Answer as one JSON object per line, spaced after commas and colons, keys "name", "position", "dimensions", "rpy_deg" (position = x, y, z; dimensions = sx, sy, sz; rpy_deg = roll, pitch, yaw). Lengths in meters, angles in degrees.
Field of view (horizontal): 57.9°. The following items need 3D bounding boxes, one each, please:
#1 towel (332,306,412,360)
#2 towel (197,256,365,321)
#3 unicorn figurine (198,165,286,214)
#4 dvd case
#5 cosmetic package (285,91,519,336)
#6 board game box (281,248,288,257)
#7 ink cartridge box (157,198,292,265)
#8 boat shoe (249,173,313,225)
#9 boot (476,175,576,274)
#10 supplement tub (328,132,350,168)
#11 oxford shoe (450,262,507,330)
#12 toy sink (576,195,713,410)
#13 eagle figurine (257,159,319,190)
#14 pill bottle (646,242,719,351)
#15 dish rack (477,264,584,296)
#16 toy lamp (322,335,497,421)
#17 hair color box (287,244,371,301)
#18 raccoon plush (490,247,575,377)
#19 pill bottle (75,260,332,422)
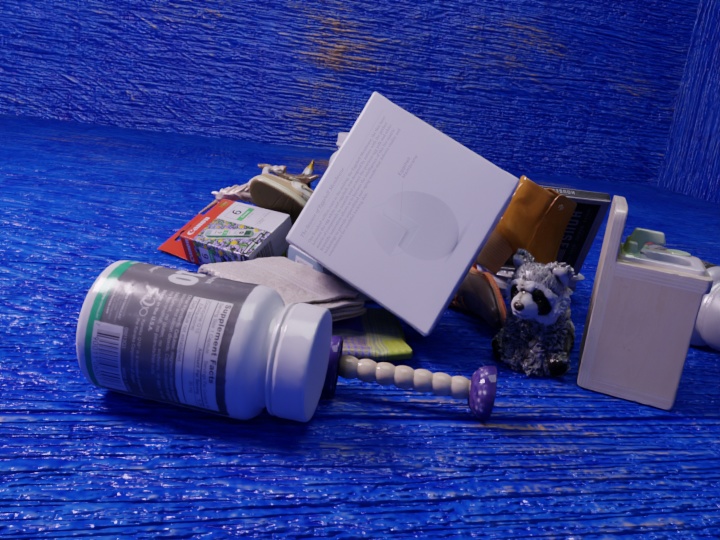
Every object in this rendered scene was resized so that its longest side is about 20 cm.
{"name": "towel", "position": [-0.041, 0.067, 0.764], "dimensions": [0.194, 0.023, 0.144], "rpy_deg": [6, 15, -5]}
{"name": "towel", "position": [-0.098, 0.020, 0.797], "dimensions": [0.197, 0.035, 0.131], "rpy_deg": [21, 18, 41]}
{"name": "unicorn figurine", "position": [-0.149, -0.120, 1.079], "dimensions": [0.196, 0.076, 0.137], "rpy_deg": [21, 31, 23]}
{"name": "dvd case", "position": [0.256, -0.062, 0.981], "dimensions": [0.194, 0.153, 0.025], "rpy_deg": [7, 44, -1]}
{"name": "cosmetic package", "position": [0.051, -0.062, 0.780], "dimensions": [0.198, 0.202, 0.123], "rpy_deg": [33, 0, 9]}
{"name": "board game box", "position": [-0.128, -0.059, 1.114], "dimensions": [0.099, 0.049, 0.199], "rpy_deg": [-3, 19, -31]}
{"name": "ink cartridge box", "position": [-0.210, -0.056, 0.986], "dimensions": [0.196, 0.051, 0.109], "rpy_deg": [16, 44, 26]}
{"name": "boat shoe", "position": [-0.077, -0.096, 1.008], "dimensions": [0.197, 0.073, 0.064], "rpy_deg": [27, 51, -11]}
{"name": "boot", "position": [0.266, -0.031, 0.922], "dimensions": [0.199, 0.145, 0.071], "rpy_deg": [31, 11, -24]}
{"name": "supplement tub", "position": [0.009, -0.129, 1.137], "dimensions": [0.141, 0.206, 0.146], "rpy_deg": [7, 15, -2]}
{"name": "oxford shoe", "position": [0.151, 0.037, 0.917], "dimensions": [0.071, 0.073, 0.200], "rpy_deg": [-22, 23, -3]}
{"name": "toy sink", "position": [0.323, 0.030, 0.738], "dimensions": [0.109, 0.206, 0.130], "rpy_deg": [12, 15, 18]}
{"name": "eagle figurine", "position": [-0.126, -0.162, 1.391], "dimensions": [0.153, 0.150, 0.200], "rpy_deg": [52, -8, 10]}
{"name": "pill bottle", "position": [0.468, 0.038, 0.942], "dimensions": [0.111, 0.117, 0.200], "rpy_deg": [0, 17, -24]}
{"name": "dish rack", "position": [0.259, 0.002, 1.100], "dimensions": [0.167, 0.045, 0.200], "rpy_deg": [2, 17, -17]}
{"name": "toy lamp", "position": [0.028, 0.101, 0.620], "dimensions": [0.195, 0.060, 0.058], "rpy_deg": [11, 16, 4]}
{"name": "hair color box", "position": [0.000, 0.000, 0.947], "dimensions": [0.196, 0.062, 0.098], "rpy_deg": [-5, 20, -35]}
{"name": "raccoon plush", "position": [0.218, 0.036, 0.784], "dimensions": [0.094, 0.138, 0.200], "rpy_deg": [11, 16, 19]}
{"name": "pill bottle", "position": [-0.129, 0.063, 0.564], "dimensions": [0.195, 0.116, 0.113], "rpy_deg": [10, 16, 8]}
